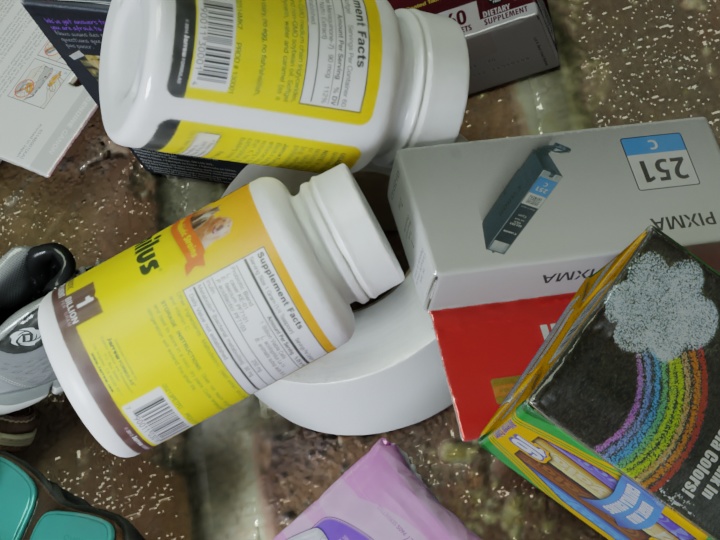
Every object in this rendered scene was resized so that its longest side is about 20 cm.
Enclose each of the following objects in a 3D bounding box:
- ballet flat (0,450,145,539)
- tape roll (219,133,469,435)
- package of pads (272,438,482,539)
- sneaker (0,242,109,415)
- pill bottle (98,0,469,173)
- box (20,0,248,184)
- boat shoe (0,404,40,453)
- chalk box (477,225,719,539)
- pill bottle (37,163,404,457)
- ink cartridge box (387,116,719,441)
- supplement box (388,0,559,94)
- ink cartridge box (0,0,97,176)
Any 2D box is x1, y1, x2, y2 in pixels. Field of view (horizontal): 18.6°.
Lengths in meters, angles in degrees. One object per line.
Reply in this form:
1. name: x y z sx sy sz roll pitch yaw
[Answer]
1. ballet flat: -0.186 0.165 1.336 0.200 0.068 0.068 20 77 49
2. tape roll: 0.000 0.000 1.372 0.202 0.071 0.203 -10 56 16
3. package of pads: -0.015 0.203 1.245 0.200 0.076 0.120 -42 50 -7
4. sneaker: -0.163 0.017 1.368 0.199 0.116 0.075 -25 62 -23
5. pill bottle: -0.044 -0.117 1.296 0.199 0.114 0.115 7 52 -22
6. box: -0.115 -0.159 1.440 0.106 0.200 0.123 10 63 27
7. boat shoe: -0.268 0.036 1.443 0.202 0.075 0.075 44 119 36
8. chalk box: 0.186 0.094 1.179 0.200 0.124 0.125 37 74 0
9. pill bottle: -0.079 0.018 1.280 0.199 0.109 0.109 -28 53 3
10. ink cartridge box: 0.133 0.000 1.276 0.199 0.045 0.177 -7 57 -14
11. supplement box: 0.063 -0.214 1.490 0.108 0.061 0.201 -17 53 12
12. ink cartridge box: -0.221 -0.158 1.572 0.176 0.045 0.200 22 70 33
